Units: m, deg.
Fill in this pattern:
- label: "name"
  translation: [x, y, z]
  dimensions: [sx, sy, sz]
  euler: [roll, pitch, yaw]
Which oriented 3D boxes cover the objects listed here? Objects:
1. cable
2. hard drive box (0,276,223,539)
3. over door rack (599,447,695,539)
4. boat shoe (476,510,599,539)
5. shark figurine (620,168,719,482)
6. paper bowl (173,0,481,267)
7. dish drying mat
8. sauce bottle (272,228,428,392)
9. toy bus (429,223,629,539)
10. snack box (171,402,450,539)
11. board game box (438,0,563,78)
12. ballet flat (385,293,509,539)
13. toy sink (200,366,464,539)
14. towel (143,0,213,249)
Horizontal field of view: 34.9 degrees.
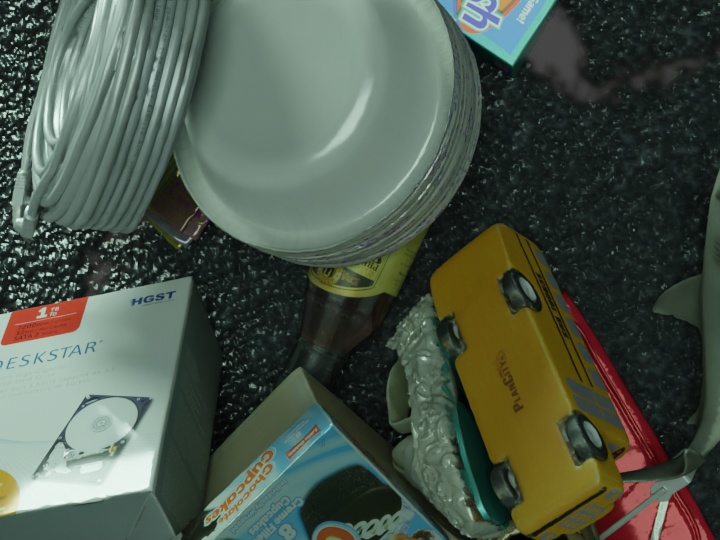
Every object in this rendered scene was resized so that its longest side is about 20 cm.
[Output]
- label: "cable"
  translation: [-0.154, -0.122, 0.722]
  dimensions: [0.069, 0.200, 0.201]
  euler: [15, 71, -26]
- label: "hard drive box"
  translation: [-0.179, 0.106, 0.736]
  dimensions: [0.155, 0.201, 0.077]
  euler: [-12, 125, 7]
- label: "over door rack"
  translation: [0.184, 0.235, 0.732]
  dimensions: [0.200, 0.067, 0.148]
  euler: [-45, 84, 16]
- label: "boat shoe"
  translation: [0.108, 0.166, 0.700]
  dimensions: [0.071, 0.200, 0.065]
  euler: [-43, 118, 2]
- label: "shark figurine"
  translation: [0.220, 0.046, 0.743]
  dimensions: [0.089, 0.128, 0.216]
  euler: [9, 79, 44]
- label: "paper bowl"
  translation: [-0.031, -0.108, 0.723]
  dimensions: [0.199, 0.104, 0.202]
  euler: [-4, 78, 22]
- label: "dish drying mat"
  translation: [0.160, 0.119, 0.778]
  dimensions: [0.077, 0.018, 0.201]
  euler: [-32, 85, 10]
- label: "sauce bottle"
  translation: [0.000, 0.000, 0.781]
  dimensions: [0.066, 0.066, 0.201]
  euler: [23, 90, 8]
- label: "toy bus"
  translation: [0.105, 0.066, 0.706]
  dimensions: [0.065, 0.078, 0.201]
  euler: [-38, 48, 24]
- label: "snack box"
  translation: [-0.056, 0.186, 0.652]
  dimensions: [0.200, 0.037, 0.116]
  euler: [-44, 113, -2]
- label: "board game box"
  translation: [0.065, -0.252, 0.790]
  dimensions: [0.199, 0.045, 0.153]
  euler: [33, 93, 7]
- label: "ballet flat"
  translation: [0.050, 0.098, 0.729]
  dimensions: [0.071, 0.201, 0.072]
  euler: [-1, 128, -2]
- label: "toy sink"
  translation: [-0.053, 0.189, 0.734]
  dimensions: [0.200, 0.112, 0.130]
  euler: [-45, 113, 4]
- label: "towel"
  translation: [-0.121, -0.133, 0.824]
  dimensions: [0.143, 0.023, 0.200]
  euler: [37, 93, 8]
